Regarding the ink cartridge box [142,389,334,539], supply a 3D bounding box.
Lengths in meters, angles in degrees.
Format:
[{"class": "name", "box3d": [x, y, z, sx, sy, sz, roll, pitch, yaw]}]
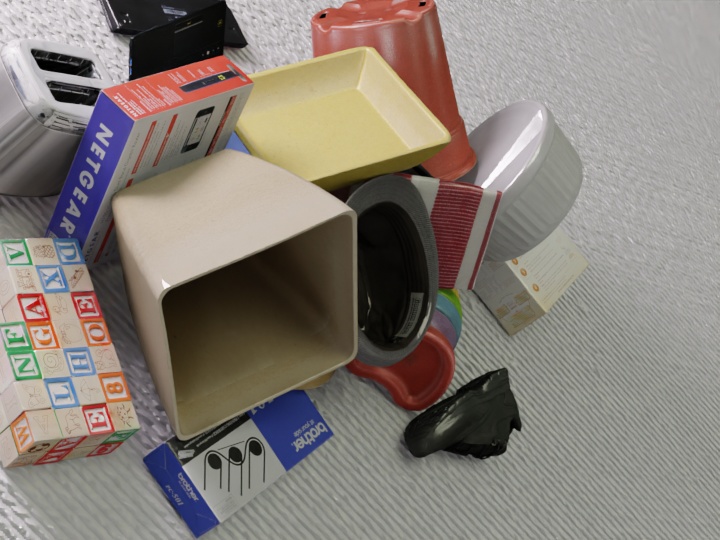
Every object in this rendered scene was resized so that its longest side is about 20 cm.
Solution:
[{"class": "ink cartridge box", "box3d": [-0.116, 0.174, 1.391, 0.094, 0.044, 0.200, 55, 37, 2]}]

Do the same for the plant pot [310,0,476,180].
[{"class": "plant pot", "box3d": [0.027, -0.212, 1.651, 0.201, 0.200, 0.196, -41, 128, -52]}]

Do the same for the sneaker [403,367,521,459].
[{"class": "sneaker", "box3d": [0.128, 0.180, 1.616, 0.200, 0.076, 0.091, -24, 87, -48]}]

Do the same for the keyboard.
[{"class": "keyboard", "box3d": [-0.215, -0.283, 1.670, 0.199, 0.021, 0.127, -2, 57, -45]}]

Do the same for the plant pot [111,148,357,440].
[{"class": "plant pot", "box3d": [-0.132, 0.001, 1.333, 0.199, 0.200, 0.177, -23, 49, -22]}]

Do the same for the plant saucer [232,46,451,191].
[{"class": "plant saucer", "box3d": [-0.035, -0.147, 1.470, 0.199, 0.049, 0.200, -17, 44, -20]}]

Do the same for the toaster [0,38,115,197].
[{"class": "toaster", "box3d": [-0.317, -0.147, 1.342, 0.200, 0.129, 0.114, 0, 58, -62]}]

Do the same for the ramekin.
[{"class": "ramekin", "box3d": [0.177, -0.100, 1.685, 0.094, 0.202, 0.203, 41, 39, -21]}]

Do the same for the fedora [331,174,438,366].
[{"class": "fedora", "box3d": [0.000, 0.000, 1.477, 0.177, 0.090, 0.201, -35, 117, -42]}]

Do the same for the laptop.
[{"class": "laptop", "box3d": [-0.168, -0.175, 1.563, 0.103, 0.201, 0.177, 20, 31, 22]}]

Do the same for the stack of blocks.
[{"class": "stack of blocks", "box3d": [-0.291, 0.071, 1.283, 0.115, 0.059, 0.201, -1, 62, -45]}]

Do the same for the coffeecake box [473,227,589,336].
[{"class": "coffeecake box", "box3d": [0.189, -0.039, 1.842, 0.200, 0.073, 0.153, 52, 40, -1]}]

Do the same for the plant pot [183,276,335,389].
[{"class": "plant pot", "box3d": [-0.102, 0.042, 1.482, 0.199, 0.028, 0.200, 29, 29, -18]}]

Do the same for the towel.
[{"class": "towel", "box3d": [0.042, -0.048, 1.529, 0.199, 0.144, 0.023, 8, 40, -7]}]

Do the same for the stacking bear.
[{"class": "stacking bear", "box3d": [0.065, 0.042, 1.634, 0.121, 0.114, 0.200, 36, 36, -19]}]

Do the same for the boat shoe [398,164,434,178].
[{"class": "boat shoe", "box3d": [0.060, -0.074, 1.563, 0.200, 0.074, 0.066, 57, -4, -16]}]

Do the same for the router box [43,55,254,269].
[{"class": "router box", "box3d": [-0.209, -0.105, 1.387, 0.049, 0.200, 0.179, 41, 35, 16]}]
